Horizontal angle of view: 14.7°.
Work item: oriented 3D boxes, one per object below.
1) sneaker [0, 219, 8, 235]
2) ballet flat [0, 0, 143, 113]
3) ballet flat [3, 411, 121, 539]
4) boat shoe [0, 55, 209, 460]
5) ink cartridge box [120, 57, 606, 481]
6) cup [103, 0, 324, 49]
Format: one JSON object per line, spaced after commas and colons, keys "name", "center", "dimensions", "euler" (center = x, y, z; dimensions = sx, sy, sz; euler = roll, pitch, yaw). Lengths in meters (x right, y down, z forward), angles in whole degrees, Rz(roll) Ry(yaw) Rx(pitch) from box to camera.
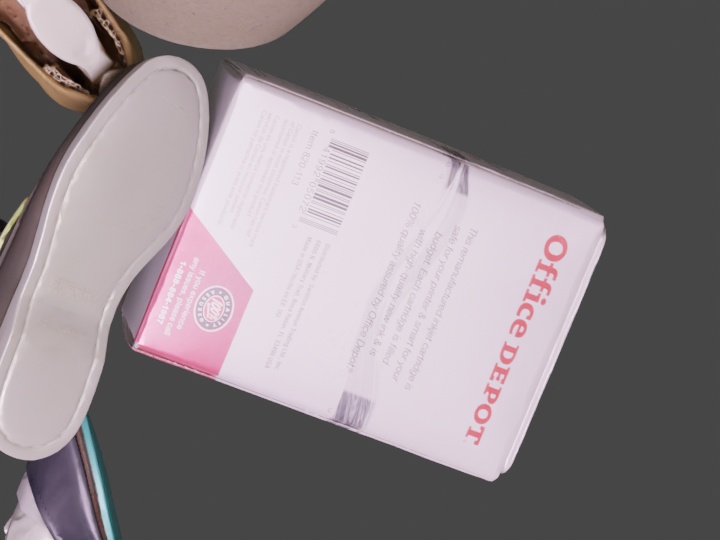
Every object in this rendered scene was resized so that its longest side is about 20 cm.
{"name": "sneaker", "center": [-0.197, 0.065, 1.368], "dimensions": [0.086, 0.080, 0.201], "euler": [-4, 108, -20]}
{"name": "ballet flat", "center": [-0.172, -0.156, 1.332], "dimensions": [0.069, 0.063, 0.200], "euler": [-43, 105, 0]}
{"name": "ballet flat", "center": [-0.140, 0.156, 1.401], "dimensions": [0.073, 0.073, 0.201], "euler": [-21, 107, -6]}
{"name": "boat shoe", "center": [-0.136, -0.012, 1.320], "dimensions": [0.072, 0.060, 0.202], "euler": [26, 86, -34]}
{"name": "ink cartridge box", "center": [0.000, 0.000, 1.385], "dimensions": [0.199, 0.083, 0.147], "euler": [21, 97, -13]}
{"name": "cup", "center": [-0.064, -0.189, 1.295], "dimensions": [0.199, 0.201, 0.144], "euler": [7, 126, -12]}
